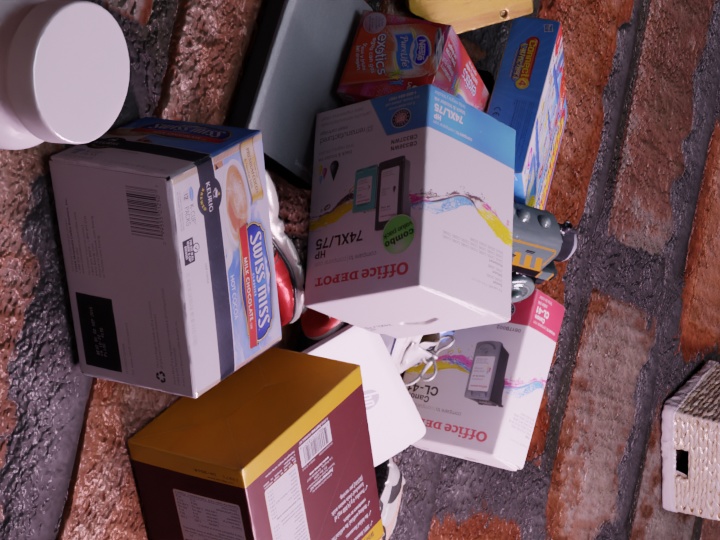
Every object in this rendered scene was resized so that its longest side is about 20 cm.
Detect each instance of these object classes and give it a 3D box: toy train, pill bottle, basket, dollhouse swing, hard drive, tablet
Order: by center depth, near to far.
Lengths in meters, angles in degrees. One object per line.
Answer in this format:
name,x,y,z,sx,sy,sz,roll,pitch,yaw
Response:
pill bottle,-0.264,-0.144,1.099,0.116,0.200,0.116,-20,115,-54
hard drive,-0.059,-0.194,1.564,0.140,0.033,0.200,33,71,-56
tablet,-0.014,0.143,1.676,0.130,0.014,0.200,-30,133,-4
toy train,0.140,-0.031,1.715,0.200,0.114,0.085,14,48,-34
dollhouse swing,0.104,-0.391,1.765,0.182,0.176,0.200,-17,121,-9
basket,0.599,0.283,2.605,0.200,0.161,0.198,-33,126,-47

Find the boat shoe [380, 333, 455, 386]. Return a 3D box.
boat shoe,0.057,0.076,1.709,0.075,0.086,0.202,-85,-171,-54

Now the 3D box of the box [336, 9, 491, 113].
box,0.060,-0.181,1.658,0.200,0.100,0.096,46,59,-66

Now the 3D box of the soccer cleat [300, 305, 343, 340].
soccer cleat,0.000,0.000,1.679,0.085,0.069,0.200,56,48,-42

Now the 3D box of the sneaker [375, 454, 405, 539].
sneaker,0.004,0.297,1.759,0.080,0.074,0.200,44,62,-57

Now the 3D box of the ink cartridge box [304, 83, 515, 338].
ink cartridge box,0.050,-0.051,1.546,0.146,0.147,0.200,21,65,-47

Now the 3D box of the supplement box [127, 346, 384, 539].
supplement box,-0.093,0.209,1.526,0.197,0.133,0.200,-39,129,-47

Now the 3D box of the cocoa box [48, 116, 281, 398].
cocoa box,-0.161,-0.015,1.357,0.131,0.133,0.200,-33,126,-50

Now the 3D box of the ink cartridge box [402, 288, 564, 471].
ink cartridge box,0.134,0.114,1.842,0.086,0.148,0.200,34,69,-55

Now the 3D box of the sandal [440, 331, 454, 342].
sandal,0.081,0.006,1.788,0.079,0.087,0.200,29,72,-54

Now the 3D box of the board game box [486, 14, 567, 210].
board game box,0.183,-0.148,1.798,0.196,0.056,0.200,71,33,-62

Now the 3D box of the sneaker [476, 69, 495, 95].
sneaker,0.104,-0.149,1.788,0.091,0.076,0.200,80,27,-44

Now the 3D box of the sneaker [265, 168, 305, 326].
sneaker,-0.115,-0.021,1.508,0.085,0.077,0.200,-36,129,-22
